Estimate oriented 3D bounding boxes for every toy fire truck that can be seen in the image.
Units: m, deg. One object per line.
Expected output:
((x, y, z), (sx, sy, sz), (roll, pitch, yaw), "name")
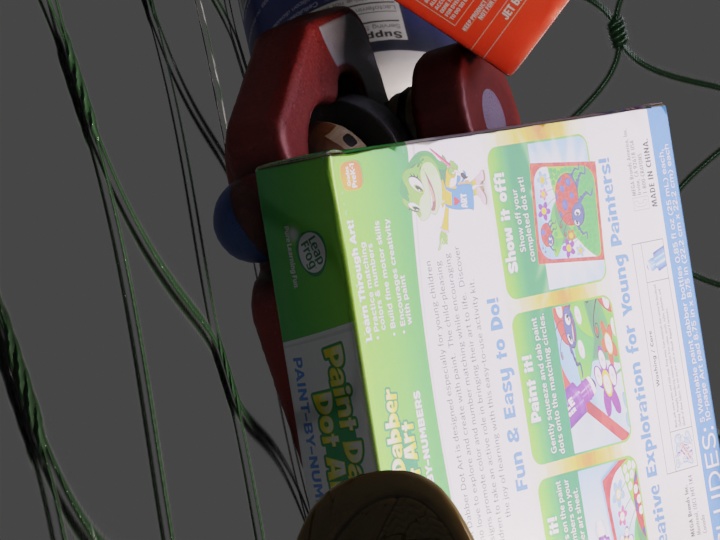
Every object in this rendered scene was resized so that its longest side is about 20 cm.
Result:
((0.000, 0.000, 1.144), (0.168, 0.112, 0.201), (-38, 113, -66), "toy fire truck")

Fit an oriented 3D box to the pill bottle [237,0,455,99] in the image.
((0.004, -0.097, 1.471), (0.116, 0.115, 0.201), (70, 6, -51), "pill bottle")

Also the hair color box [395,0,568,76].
((-0.007, -0.168, 1.156), (0.199, 0.061, 0.102), (33, 18, -15), "hair color box")

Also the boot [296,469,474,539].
((0.021, 0.158, 0.919), (0.155, 0.072, 0.201), (-17, 96, -86), "boot")

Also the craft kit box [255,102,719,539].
((0.058, 0.045, 1.107), (0.197, 0.048, 0.201), (-10, 92, -48), "craft kit box")
